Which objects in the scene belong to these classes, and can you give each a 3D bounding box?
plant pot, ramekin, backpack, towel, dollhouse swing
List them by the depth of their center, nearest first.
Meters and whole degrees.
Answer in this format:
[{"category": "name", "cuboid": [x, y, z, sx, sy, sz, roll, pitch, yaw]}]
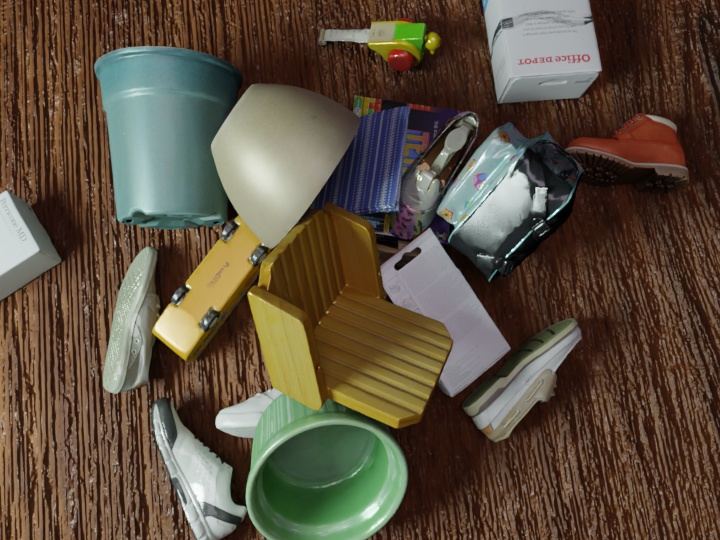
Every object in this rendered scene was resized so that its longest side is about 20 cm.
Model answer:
[{"category": "dollhouse swing", "cuboid": [0.005, 0.046, 0.706, 0.170, 0.187, 0.201, 7, 35, 25]}, {"category": "ramekin", "cuboid": [-0.045, 0.236, 0.754, 0.193, 0.098, 0.206, -5, 116, -10]}, {"category": "plant pot", "cuboid": [-0.109, -0.151, 0.765, 0.133, 0.200, 0.204, 35, 79, -15]}, {"category": "backpack", "cuboid": [0.208, -0.101, 0.821, 0.154, 0.198, 0.177, 46, 125, 15]}, {"category": "plant pot", "cuboid": [-0.255, -0.165, 0.826, 0.193, 0.200, 0.204, -2, 86, -3]}, {"category": "towel", "cuboid": [-0.017, -0.142, 0.851, 0.195, 0.024, 0.150, -4, 73, 39]}]

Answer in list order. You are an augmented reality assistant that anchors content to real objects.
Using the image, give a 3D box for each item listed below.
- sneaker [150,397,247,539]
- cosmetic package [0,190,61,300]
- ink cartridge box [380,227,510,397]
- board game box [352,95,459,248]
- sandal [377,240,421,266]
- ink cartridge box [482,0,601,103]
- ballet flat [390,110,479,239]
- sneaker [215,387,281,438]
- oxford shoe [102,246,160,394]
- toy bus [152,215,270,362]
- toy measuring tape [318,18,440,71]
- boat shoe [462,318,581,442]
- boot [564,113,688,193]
[{"category": "sneaker", "cuboid": [-0.217, 0.259, 0.807, 0.078, 0.074, 0.205, -24, 85, -22]}, {"category": "cosmetic package", "cuboid": [-0.533, -0.006, 0.836, 0.197, 0.071, 0.103, -35, 82, -9]}, {"category": "ink cartridge box", "cuboid": [0.108, 0.058, 0.848, 0.108, 0.050, 0.203, -34, 90, -8]}, {"category": "board game box", "cuboid": [0.056, -0.141, 0.894, 0.159, 0.057, 0.207, 6, 79, 0]}, {"category": "sandal", "cuboid": [0.001, -0.002, 0.854, 0.204, 0.078, 0.072, 3, 72, -7]}, {"category": "ink cartridge box", "cuboid": [0.272, -0.371, 0.933, 0.139, 0.084, 0.207, -5, 78, -3]}, {"category": "ballet flat", "cuboid": [0.102, -0.138, 0.832, 0.068, 0.071, 0.203, 33, 80, 2]}, {"category": "sneaker", "cuboid": [-0.099, 0.173, 0.828, 0.193, 0.076, 0.091, -5, 67, -10]}, {"category": "oxford shoe", "cuboid": [-0.305, 0.069, 0.842, 0.057, 0.074, 0.207, 19, 66, -38]}, {"category": "toy bus", "cuboid": [-0.198, 0.024, 0.840, 0.064, 0.078, 0.202, 35, 80, 6]}, {"category": "toy measuring tape", "cuboid": [0.032, -0.347, 0.941, 0.194, 0.073, 0.076, 7, 78, 23]}, {"category": "boat shoe", "cuboid": [0.234, 0.150, 0.841, 0.198, 0.075, 0.069, -40, 88, -2]}, {"category": "boot", "cuboid": [0.392, -0.186, 0.913, 0.193, 0.075, 0.111, 7, 75, -10]}]
